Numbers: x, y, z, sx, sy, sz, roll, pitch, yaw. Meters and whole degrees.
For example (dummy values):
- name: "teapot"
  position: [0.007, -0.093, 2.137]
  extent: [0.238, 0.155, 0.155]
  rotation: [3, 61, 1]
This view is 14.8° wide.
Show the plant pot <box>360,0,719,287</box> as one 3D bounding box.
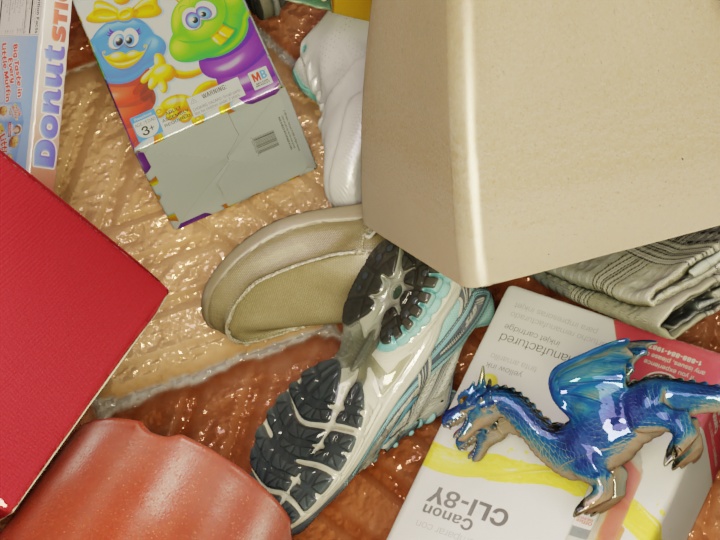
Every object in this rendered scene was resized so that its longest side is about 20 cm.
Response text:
- name: "plant pot"
  position: [0.106, -0.115, 1.571]
  extent: [0.200, 0.177, 0.200]
  rotation: [-15, 16, -14]

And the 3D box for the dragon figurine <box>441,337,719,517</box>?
- name: "dragon figurine"
  position: [0.139, 0.069, 1.512]
  extent: [0.200, 0.059, 0.099]
  rotation: [-32, 76, 18]

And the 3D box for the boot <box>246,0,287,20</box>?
- name: "boot"
  position: [0.000, -0.261, 1.833]
  extent: [0.200, 0.073, 0.182]
  rotation: [-15, 53, -3]

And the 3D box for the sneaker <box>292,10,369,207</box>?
- name: "sneaker"
  position: [-0.007, -0.115, 1.764]
  extent: [0.088, 0.075, 0.200]
  rotation: [-2, 54, 23]

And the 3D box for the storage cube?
- name: "storage cube"
  position: [-0.249, 0.039, 1.610]
  extent: [0.180, 0.171, 0.200]
  rotation: [40, 60, -9]

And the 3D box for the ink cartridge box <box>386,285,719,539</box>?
- name: "ink cartridge box"
  position: [0.114, 0.129, 1.589]
  extent: [0.145, 0.083, 0.200]
  rotation: [19, 67, 19]

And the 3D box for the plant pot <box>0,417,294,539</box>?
- name: "plant pot"
  position: [-0.142, 0.201, 1.550]
  extent: [0.201, 0.201, 0.195]
  rotation: [17, 58, 19]

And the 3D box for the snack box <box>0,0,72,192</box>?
- name: "snack box"
  position: [-0.218, -0.113, 1.757]
  extent: [0.072, 0.024, 0.200]
  rotation: [3, 88, 47]

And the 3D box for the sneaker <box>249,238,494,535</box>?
- name: "sneaker"
  position: [0.014, 0.080, 1.642]
  extent: [0.200, 0.086, 0.078]
  rotation: [-56, 43, 6]

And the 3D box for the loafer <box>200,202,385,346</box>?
- name: "loafer"
  position: [0.000, 0.000, 1.687]
  extent: [0.200, 0.076, 0.067]
  rotation: [-22, 54, -1]

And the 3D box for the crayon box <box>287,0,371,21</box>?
- name: "crayon box"
  position: [0.062, -0.208, 1.730]
  extent: [0.200, 0.051, 0.127]
  rotation: [13, 66, 8]

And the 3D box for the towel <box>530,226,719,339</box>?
- name: "towel"
  position: [0.205, -0.036, 1.616]
  extent: [0.192, 0.035, 0.200]
  rotation: [-30, 21, -15]

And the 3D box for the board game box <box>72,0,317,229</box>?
- name: "board game box"
  position: [-0.118, -0.147, 1.774]
  extent: [0.103, 0.105, 0.200]
  rotation: [-24, 59, -1]
